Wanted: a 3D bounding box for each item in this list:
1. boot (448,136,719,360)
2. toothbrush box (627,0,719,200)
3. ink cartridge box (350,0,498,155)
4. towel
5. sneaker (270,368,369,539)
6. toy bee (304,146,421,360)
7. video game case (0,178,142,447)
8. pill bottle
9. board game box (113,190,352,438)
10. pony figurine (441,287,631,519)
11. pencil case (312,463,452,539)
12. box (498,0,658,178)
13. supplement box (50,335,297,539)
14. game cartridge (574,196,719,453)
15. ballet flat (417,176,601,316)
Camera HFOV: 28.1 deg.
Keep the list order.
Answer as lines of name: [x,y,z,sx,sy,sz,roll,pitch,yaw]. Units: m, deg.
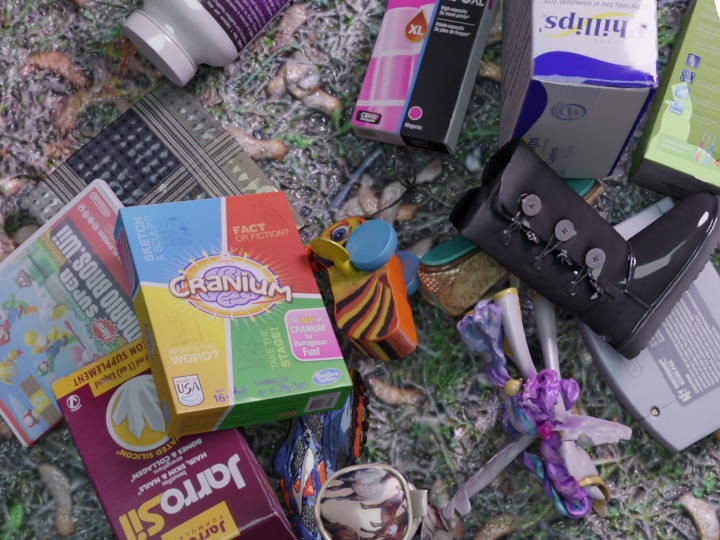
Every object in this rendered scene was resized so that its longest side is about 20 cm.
boot: [0.195,-0.046,1.214,0.199,0.066,0.166,36,82,-12]
toothbrush box: [0.343,-0.155,1.285,0.144,0.086,0.202,20,82,4]
ink cartridge box: [0.065,-0.209,1.305,0.094,0.037,0.202,12,76,21]
towel: [-0.177,-0.047,1.300,0.192,0.035,0.200,-40,81,-9]
sneaker: [-0.040,0.185,1.244,0.078,0.075,0.202,2,77,17]
toy bee: [0.000,0.000,1.261,0.108,0.201,0.132,-19,117,24]
video game case: [-0.261,0.038,1.265,0.200,0.017,0.143,-40,82,8]
pill bottle: [-0.119,-0.264,1.291,0.112,0.112,0.200,42,83,7]
board game box: [-0.109,0.031,1.192,0.151,0.040,0.201,-8,58,-23]
pony figurine: [0.147,0.118,1.197,0.165,0.193,0.202,-23,79,23]
pencil case: [0.026,0.211,1.174,0.088,0.200,0.079,5,74,14]
box: [0.183,-0.206,1.230,0.104,0.184,0.202,4,70,-1]
supplement box: [-0.156,0.162,1.199,0.130,0.103,0.201,-28,65,-5]
game cartridge: [0.268,0.051,1.276,0.132,0.042,0.201,-29,82,0]
ballet flat: [0.137,-0.020,1.270,0.199,0.070,0.066,-27,111,-21]
